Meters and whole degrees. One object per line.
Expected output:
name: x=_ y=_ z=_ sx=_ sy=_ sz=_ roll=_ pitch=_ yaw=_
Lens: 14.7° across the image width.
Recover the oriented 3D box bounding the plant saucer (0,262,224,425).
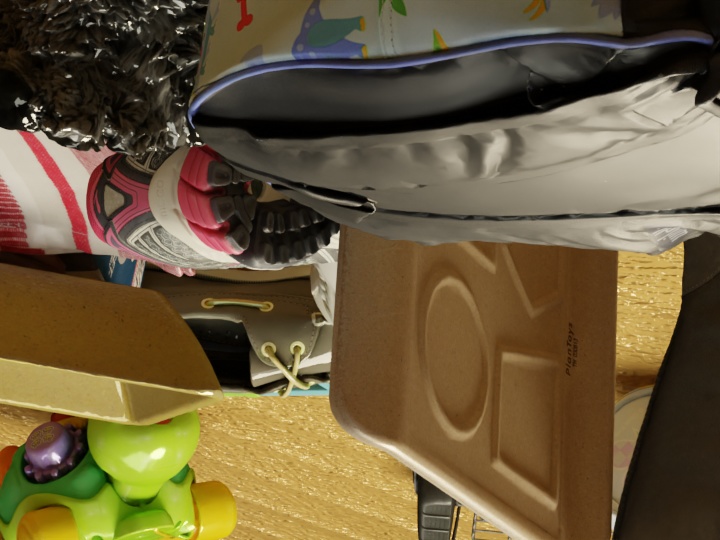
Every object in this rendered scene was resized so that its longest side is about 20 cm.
plant saucer: x=-0.175 y=0.028 z=1.286 sx=0.199 sy=0.049 sz=0.200 roll=10 pitch=171 yaw=-14

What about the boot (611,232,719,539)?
boot: x=0.199 y=0.054 z=1.168 sx=0.181 sy=0.201 sz=0.073 roll=2 pitch=161 yaw=22

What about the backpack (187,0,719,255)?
backpack: x=0.055 y=-0.086 z=0.908 sx=0.199 sy=0.148 sz=0.183 roll=-5 pitch=158 yaw=28

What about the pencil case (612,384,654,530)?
pencil case: x=0.194 y=0.141 z=1.569 sx=0.083 sy=0.091 sz=0.200 roll=16 pitch=158 yaw=35

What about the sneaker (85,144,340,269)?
sneaker: x=-0.029 y=-0.040 z=1.118 sx=0.074 sy=0.081 sz=0.200 roll=-4 pitch=179 yaw=32

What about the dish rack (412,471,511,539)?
dish rack: x=0.129 y=0.151 z=1.729 sx=0.199 sy=0.055 sz=0.153 roll=7 pitch=163 yaw=3

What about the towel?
towel: x=-0.174 y=-0.045 z=1.167 sx=0.199 sy=0.023 sz=0.144 roll=5 pitch=154 yaw=15

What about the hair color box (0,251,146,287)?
hair color box: x=-0.164 y=-0.032 z=1.317 sx=0.099 sy=0.061 sz=0.200 roll=7 pitch=162 yaw=8

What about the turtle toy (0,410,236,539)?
turtle toy: x=-0.156 y=0.128 z=1.720 sx=0.145 sy=0.102 sz=0.200 roll=-7 pitch=169 yaw=-30

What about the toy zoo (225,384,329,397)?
toy zoo: x=-0.041 y=0.040 z=1.532 sx=0.199 sy=0.021 sz=0.131 roll=-2 pitch=158 yaw=30

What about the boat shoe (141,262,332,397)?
boat shoe: x=-0.050 y=0.035 z=1.420 sx=0.201 sy=0.060 sz=0.072 roll=7 pitch=139 yaw=14

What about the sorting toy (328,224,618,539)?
sorting toy: x=0.046 y=0.010 z=1.134 sx=0.036 sy=0.186 sz=0.200 roll=-10 pitch=155 yaw=30

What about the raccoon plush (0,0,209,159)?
raccoon plush: x=-0.104 y=-0.128 z=1.021 sx=0.096 sy=0.135 sz=0.200 roll=0 pitch=-159 yaw=-29

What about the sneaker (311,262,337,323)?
sneaker: x=0.000 y=0.000 z=1.286 sx=0.084 sy=0.073 sz=0.200 roll=8 pitch=159 yaw=27
